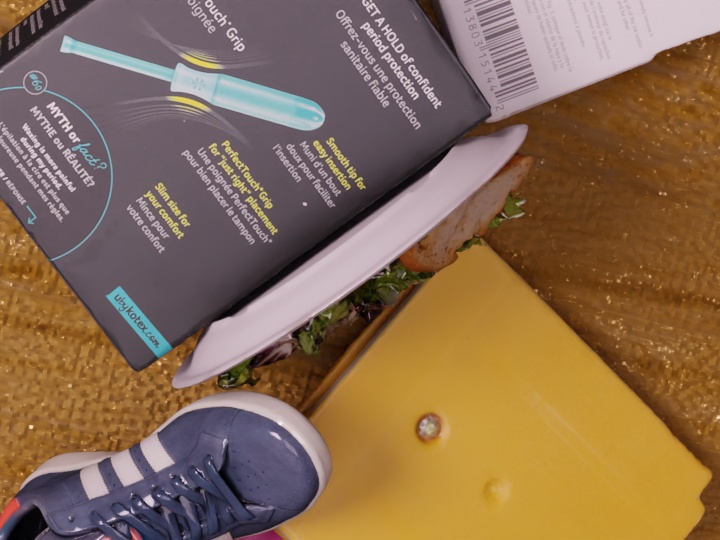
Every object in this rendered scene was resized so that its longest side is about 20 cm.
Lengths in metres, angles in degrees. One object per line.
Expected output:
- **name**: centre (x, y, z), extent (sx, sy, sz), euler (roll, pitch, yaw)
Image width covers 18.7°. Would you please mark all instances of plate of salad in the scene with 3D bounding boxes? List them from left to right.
- **plate of salad**: centre (0.000, 0.000, 0.994), extent (0.200, 0.200, 0.048), euler (-36, 98, 1)

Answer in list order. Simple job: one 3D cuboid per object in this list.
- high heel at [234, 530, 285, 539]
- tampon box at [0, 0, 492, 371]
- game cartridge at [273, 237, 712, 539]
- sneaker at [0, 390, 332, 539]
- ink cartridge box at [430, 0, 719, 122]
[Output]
- **high heel**: centre (-0.117, 0.161, 1.080), extent (0.199, 0.067, 0.096), euler (-4, 110, -11)
- **tampon box**: centre (-0.069, -0.081, 1.004), extent (0.200, 0.126, 0.150), euler (-36, 105, 0)
- **game cartridge**: centre (0.062, 0.109, 1.096), extent (0.200, 0.032, 0.176), euler (45, 78, -17)
- **sneaker**: centre (-0.100, 0.119, 1.017), extent (0.199, 0.085, 0.075), euler (-23, 108, 39)
- **ink cartridge box**: centre (0.105, -0.195, 1.045), extent (0.175, 0.045, 0.201), euler (-20, 105, -2)
